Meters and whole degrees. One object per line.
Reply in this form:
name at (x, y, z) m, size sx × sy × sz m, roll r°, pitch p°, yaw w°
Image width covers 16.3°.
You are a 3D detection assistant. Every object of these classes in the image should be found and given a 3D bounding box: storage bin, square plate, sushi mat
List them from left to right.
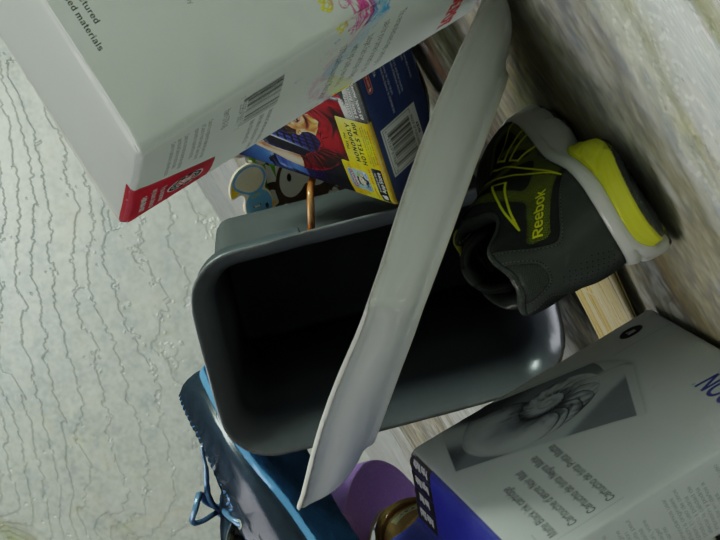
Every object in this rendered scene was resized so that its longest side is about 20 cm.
storage bin at (0.000, 0.000, 1.447) m, size 0.134 × 0.199 × 0.146 m, roll -113°, pitch 9°, yaw -70°
square plate at (0.025, -0.007, 1.187) m, size 0.028 × 0.200 × 0.198 m, roll 20°, pitch 147°, yaw 1°
sushi mat at (0.146, 0.050, 1.341) m, size 0.200 × 0.012 × 0.096 m, roll 62°, pitch 172°, yaw -26°

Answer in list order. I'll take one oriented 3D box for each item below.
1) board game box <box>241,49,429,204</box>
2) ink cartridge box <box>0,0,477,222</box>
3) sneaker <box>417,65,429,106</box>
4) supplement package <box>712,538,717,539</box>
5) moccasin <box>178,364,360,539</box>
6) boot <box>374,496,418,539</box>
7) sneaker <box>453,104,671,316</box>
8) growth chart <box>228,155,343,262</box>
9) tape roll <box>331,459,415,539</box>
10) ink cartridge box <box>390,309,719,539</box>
board game box at (-0.060, -0.151, 1.353) m, size 0.199 × 0.062 × 0.200 m, roll 21°, pitch 143°, yaw 39°
ink cartridge box at (-0.055, -0.143, 1.100) m, size 0.145 × 0.200 × 0.145 m, roll 57°, pitch 167°, yaw 5°
sneaker at (-0.024, -0.153, 1.415) m, size 0.200 × 0.076 × 0.088 m, roll 57°, pitch 169°, yaw -8°
supplement package at (0.126, 0.157, 1.521) m, size 0.117 × 0.117 × 0.200 m, roll 57°, pitch 174°, yaw 5°
moccasin at (-0.057, 0.143, 1.436) m, size 0.080 × 0.068 × 0.200 m, roll 16°, pitch -146°, yaw -52°
boot at (0.069, 0.210, 1.410) m, size 0.176 × 0.066 × 0.200 m, roll 59°, pitch 171°, yaw -6°
sneaker at (0.076, -0.027, 1.195) m, size 0.075 × 0.084 × 0.200 m, roll 60°, pitch 173°, yaw -9°
growth chart at (-0.024, -0.073, 1.533) m, size 0.018 × 0.145 × 0.200 m, roll 15°, pitch 141°, yaw 43°
tape roll at (0.005, 0.221, 1.539) m, size 0.200 × 0.065 × 0.201 m, roll 54°, pitch -154°, yaw -42°
ink cartridge box at (0.092, 0.100, 1.157) m, size 0.041 × 0.200 × 0.200 m, roll 60°, pitch 173°, yaw -16°
